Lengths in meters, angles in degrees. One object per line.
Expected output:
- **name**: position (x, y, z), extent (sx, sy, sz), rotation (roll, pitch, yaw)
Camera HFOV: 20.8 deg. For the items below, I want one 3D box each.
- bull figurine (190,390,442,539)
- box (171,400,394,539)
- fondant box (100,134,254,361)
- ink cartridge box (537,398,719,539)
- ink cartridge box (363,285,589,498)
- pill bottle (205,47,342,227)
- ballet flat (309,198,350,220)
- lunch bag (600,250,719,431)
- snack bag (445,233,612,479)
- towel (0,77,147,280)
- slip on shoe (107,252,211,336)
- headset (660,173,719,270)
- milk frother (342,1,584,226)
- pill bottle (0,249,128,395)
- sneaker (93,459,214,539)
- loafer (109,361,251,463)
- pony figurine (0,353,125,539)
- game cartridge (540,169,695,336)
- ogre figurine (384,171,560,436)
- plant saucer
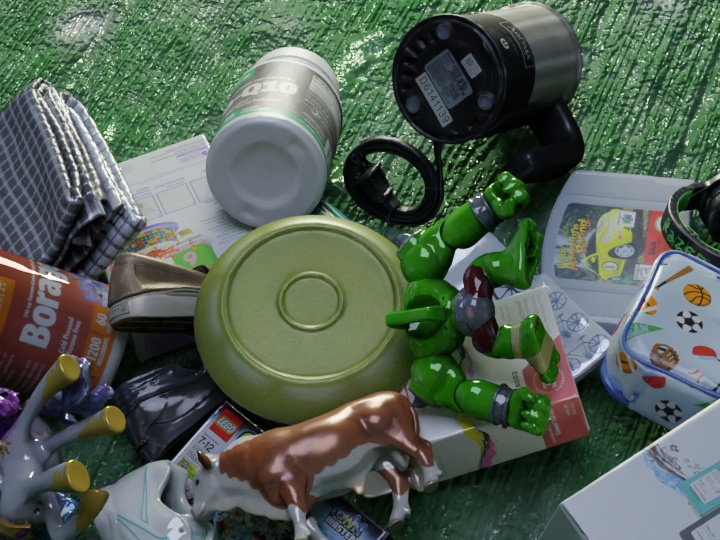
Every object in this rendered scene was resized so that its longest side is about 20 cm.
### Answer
- **bull figurine**: position (-0.035, 0.161, 1.542), extent (0.198, 0.065, 0.122), rotation (-24, 58, -13)
- **box**: position (-0.076, 0.205, 1.599), extent (0.199, 0.035, 0.110), rotation (35, 78, 32)
- **fondant box**: position (-0.175, -0.024, 1.824), extent (0.143, 0.059, 0.201), rotation (-20, 48, -12)
- **ink cartridge box**: position (0.252, 0.208, 1.485), extent (0.199, 0.147, 0.147), rotation (-29, 71, -19)
- **ink cartridge box**: position (0.079, 0.104, 1.639), extent (0.198, 0.068, 0.117), rotation (-18, 53, 5)
- **pill bottle**: position (-0.076, -0.130, 1.843), extent (0.112, 0.114, 0.200), rotation (0, 26, 6)
- **ballet flat**: position (0.000, 0.000, 1.767), extent (0.071, 0.067, 0.200), rotation (-57, 41, 1)
- **lunch bag**: position (0.312, 0.077, 1.650), extent (0.199, 0.076, 0.161), rotation (28, 48, 7)
- **snack bag**: position (0.096, 0.061, 1.720), extent (0.188, 0.021, 0.200), rotation (-36, 53, -9)
- **towel**: position (-0.303, -0.057, 1.801), extent (0.166, 0.085, 0.201), rotation (-46, 48, 16)
- **slip on shoe**: position (-0.132, 0.025, 1.708), extent (0.198, 0.076, 0.061), rotation (5, 69, -36)
- **headset**: position (0.362, -0.048, 1.757), extent (0.198, 0.095, 0.124), rotation (-9, 43, -35)
- **milk frother**: position (0.096, -0.149, 1.870), extent (0.198, 0.182, 0.188), rotation (-14, 2, 31)
- **pill bottle**: position (-0.307, 0.041, 1.684), extent (0.198, 0.112, 0.113), rotation (19, 42, -23)
- **sneaker**: position (-0.150, 0.237, 1.549), extent (0.080, 0.070, 0.201), rotation (-35, 57, 16)
- **loafer**: position (-0.114, 0.105, 1.703), extent (0.198, 0.073, 0.073), rotation (-23, 72, -13)
- **pony figurine**: position (-0.278, 0.154, 1.593), extent (0.200, 0.166, 0.195), rotation (-37, 47, 33)
- **game cartridge**: position (0.232, -0.012, 1.789), extent (0.132, 0.041, 0.201), rotation (3, 48, 13)
- **ogre figurine**: position (0.089, 0.031, 1.575), extent (0.119, 0.202, 0.098), rotation (-8, 12, 24)
- **plant saucer**: position (-0.041, 0.033, 1.634), extent (0.198, 0.031, 0.202), rotation (0, 60, 0)
